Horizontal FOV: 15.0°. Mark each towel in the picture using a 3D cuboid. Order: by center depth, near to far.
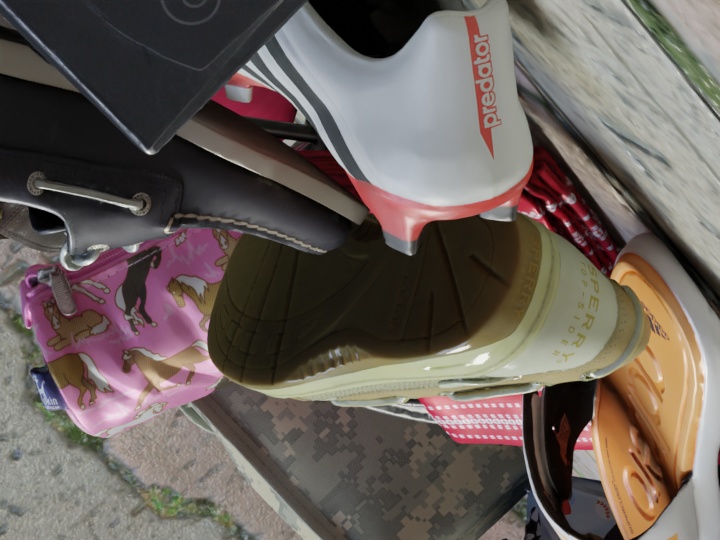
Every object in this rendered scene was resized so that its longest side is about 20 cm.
[{"bbox_3d":[0.047,0.016,1.020,0.145,0.023,0.200,2,148,36],"label":"towel"}]

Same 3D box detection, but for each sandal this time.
[{"bbox_3d":[0.084,0.057,0.941,0.079,0.059,0.207,58,167,30],"label":"sandal"}]

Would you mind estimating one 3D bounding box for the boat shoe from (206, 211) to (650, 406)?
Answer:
[{"bbox_3d":[0.015,0.014,0.923,0.063,0.073,0.201,24,163,-29],"label":"boat shoe"}]

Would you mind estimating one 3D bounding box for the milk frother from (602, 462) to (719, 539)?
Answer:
[{"bbox_3d":[0.162,0.213,1.040,0.188,0.200,0.180,48,173,-33],"label":"milk frother"}]

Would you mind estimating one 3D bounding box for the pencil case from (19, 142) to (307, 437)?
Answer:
[{"bbox_3d":[-0.048,-0.001,1.172,0.083,0.200,0.087,67,-165,8],"label":"pencil case"}]

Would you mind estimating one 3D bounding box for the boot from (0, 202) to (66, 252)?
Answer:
[{"bbox_3d":[-0.129,-0.082,1.295,0.069,0.174,0.200,47,-175,24],"label":"boot"}]

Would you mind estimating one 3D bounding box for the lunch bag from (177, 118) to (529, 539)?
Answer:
[{"bbox_3d":[0.002,0.038,1.287,0.200,0.164,0.118,46,174,10],"label":"lunch bag"}]

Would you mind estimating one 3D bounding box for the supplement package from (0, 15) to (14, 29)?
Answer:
[{"bbox_3d":[-0.172,-0.135,0.939,0.120,0.121,0.200,10,130,44],"label":"supplement package"}]

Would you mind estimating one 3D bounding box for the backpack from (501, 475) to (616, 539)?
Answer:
[{"bbox_3d":[0.124,0.177,1.269,0.200,0.154,0.191,22,169,3],"label":"backpack"}]

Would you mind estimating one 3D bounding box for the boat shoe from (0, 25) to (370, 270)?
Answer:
[{"bbox_3d":[-0.091,-0.035,0.859,0.200,0.063,0.073,20,-170,-30],"label":"boat shoe"}]

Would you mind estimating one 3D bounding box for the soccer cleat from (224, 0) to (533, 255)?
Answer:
[{"bbox_3d":[-0.015,-0.082,0.811,0.200,0.069,0.085,43,143,45],"label":"soccer cleat"}]

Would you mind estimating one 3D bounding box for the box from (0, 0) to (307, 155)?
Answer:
[{"bbox_3d":[-0.086,-0.131,0.768,0.122,0.106,0.200,46,179,-27],"label":"box"}]

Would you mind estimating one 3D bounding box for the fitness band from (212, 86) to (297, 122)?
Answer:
[{"bbox_3d":[-0.121,-0.093,1.142,0.200,0.037,0.144,14,-171,-23],"label":"fitness band"}]

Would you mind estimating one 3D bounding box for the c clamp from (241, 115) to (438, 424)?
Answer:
[{"bbox_3d":[0.000,0.000,1.077,0.171,0.027,0.200,8,146,1],"label":"c clamp"}]
